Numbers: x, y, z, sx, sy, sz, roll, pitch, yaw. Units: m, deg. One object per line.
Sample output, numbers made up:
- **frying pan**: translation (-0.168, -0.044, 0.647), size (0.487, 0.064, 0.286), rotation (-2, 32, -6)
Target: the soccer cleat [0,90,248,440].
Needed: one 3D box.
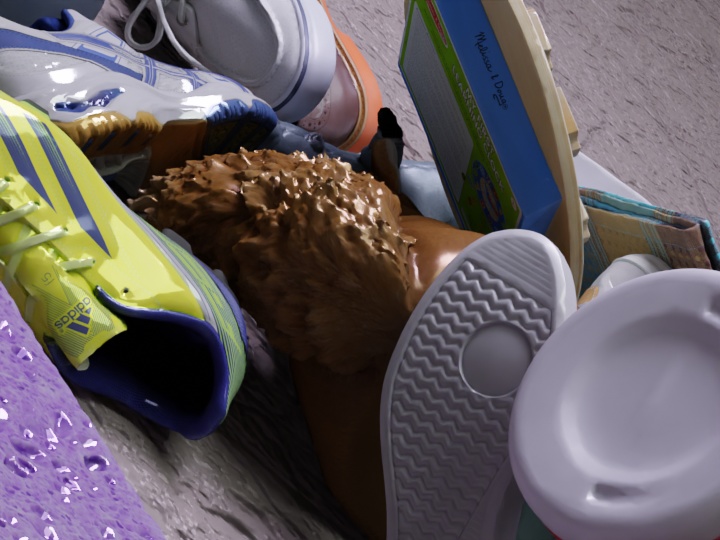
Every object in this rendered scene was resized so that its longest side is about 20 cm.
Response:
- **soccer cleat**: translation (-0.120, -0.006, 0.933), size (0.200, 0.065, 0.084), rotation (37, 28, -28)

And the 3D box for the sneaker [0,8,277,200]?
- **sneaker**: translation (-0.109, -0.081, 1.093), size (0.088, 0.075, 0.200), rotation (52, 18, 15)

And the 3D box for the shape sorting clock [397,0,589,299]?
- **shape sorting clock**: translation (0.063, -0.070, 1.152), size (0.200, 0.039, 0.200), rotation (162, -90, -81)

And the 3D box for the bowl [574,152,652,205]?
- **bowl**: translation (0.148, 0.018, 1.470), size (0.200, 0.075, 0.200), rotation (29, 25, -46)

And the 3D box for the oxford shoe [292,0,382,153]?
- **oxford shoe**: translation (-0.062, -0.150, 1.354), size (0.200, 0.071, 0.073), rotation (54, 25, 21)

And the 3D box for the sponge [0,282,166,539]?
- **sponge**: translation (-0.113, 0.082, 0.819), size (0.200, 0.030, 0.112), rotation (54, 19, 19)

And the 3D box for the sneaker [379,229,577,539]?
- **sneaker**: translation (0.060, 0.086, 1.004), size (0.074, 0.200, 0.118), rotation (10, -2, 26)

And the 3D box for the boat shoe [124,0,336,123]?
- **boat shoe**: translation (-0.090, -0.149, 1.273), size (0.086, 0.075, 0.202), rotation (18, 25, -42)

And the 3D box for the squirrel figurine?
- **squirrel figurine**: translation (0.000, 0.000, 1.084), size (0.200, 0.142, 0.187), rotation (39, 13, -32)

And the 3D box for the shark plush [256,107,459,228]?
- **shark plush**: translation (-0.006, -0.056, 1.257), size (0.200, 0.083, 0.091), rotation (36, 22, -32)

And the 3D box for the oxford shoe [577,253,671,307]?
- **oxford shoe**: translation (0.155, 0.085, 1.130), size (0.058, 0.075, 0.200), rotation (-23, 72, -24)

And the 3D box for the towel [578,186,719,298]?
- **towel**: translation (0.152, 0.026, 1.223), size (0.147, 0.022, 0.200), rotation (65, -13, -15)

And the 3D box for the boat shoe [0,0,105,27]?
- **boat shoe**: translation (-0.179, -0.168, 1.078), size (0.091, 0.071, 0.200), rotation (50, 1, 24)

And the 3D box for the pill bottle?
- **pill bottle**: translation (0.151, 0.100, 0.949), size (0.200, 0.120, 0.120), rotation (49, 13, -43)
